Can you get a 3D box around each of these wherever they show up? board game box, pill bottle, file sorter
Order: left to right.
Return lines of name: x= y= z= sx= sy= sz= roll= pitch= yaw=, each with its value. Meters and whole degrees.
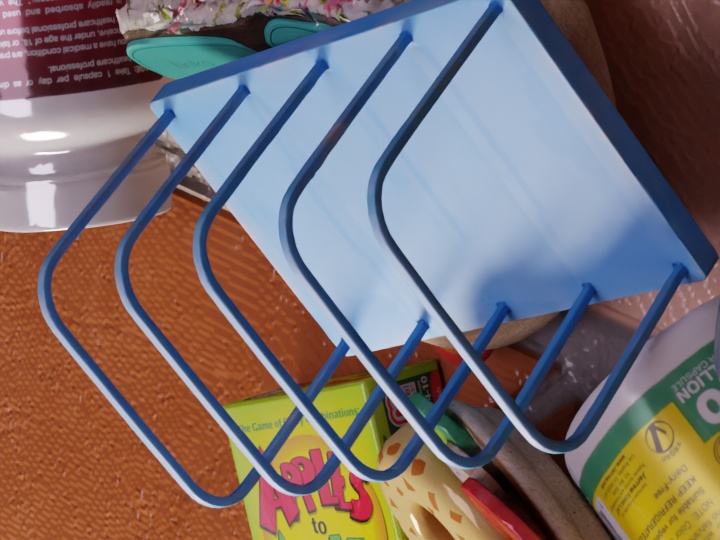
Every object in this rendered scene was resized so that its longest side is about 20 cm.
pill bottle: x=-0.140 y=-0.123 z=1.311 sx=0.113 sy=0.113 sz=0.202 roll=3 pitch=103 yaw=47
file sorter: x=0.000 y=0.000 z=1.056 sx=0.199 sy=0.123 sz=0.139 roll=-14 pitch=122 yaw=46
board game box: x=0.008 y=0.148 z=1.275 sx=0.101 sy=0.047 sz=0.201 roll=-12 pitch=92 yaw=49
pill bottle: x=0.172 y=0.112 z=1.036 sx=0.200 sy=0.112 sz=0.113 roll=55 pitch=134 yaw=23

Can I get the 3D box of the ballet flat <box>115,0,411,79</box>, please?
ballet flat: x=-0.019 y=-0.107 z=1.128 sx=0.199 sy=0.076 sz=0.064 roll=10 pitch=74 yaw=40

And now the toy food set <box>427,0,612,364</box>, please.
toy food set: x=0.035 y=-0.061 z=1.175 sx=0.199 sy=0.048 sz=0.199 roll=-17 pitch=88 yaw=48

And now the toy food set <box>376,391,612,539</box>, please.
toy food set: x=0.074 y=0.135 z=1.129 sx=0.201 sy=0.048 sz=0.198 roll=59 pitch=171 yaw=7

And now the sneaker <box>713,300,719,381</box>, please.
sneaker: x=0.166 y=-0.047 z=1.010 sx=0.086 sy=0.077 sz=0.201 roll=19 pitch=88 yaw=54
